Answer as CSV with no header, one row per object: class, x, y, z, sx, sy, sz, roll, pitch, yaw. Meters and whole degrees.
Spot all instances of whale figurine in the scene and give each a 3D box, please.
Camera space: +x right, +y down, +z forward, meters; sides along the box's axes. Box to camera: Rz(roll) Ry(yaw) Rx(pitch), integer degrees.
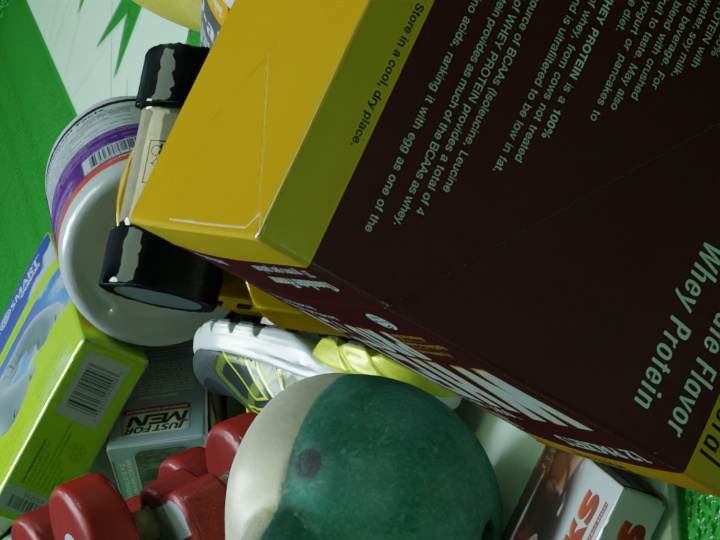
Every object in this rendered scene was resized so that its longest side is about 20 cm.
whale figurine,0.002,0.144,0.742,0.103,0.159,0.201,1,68,25

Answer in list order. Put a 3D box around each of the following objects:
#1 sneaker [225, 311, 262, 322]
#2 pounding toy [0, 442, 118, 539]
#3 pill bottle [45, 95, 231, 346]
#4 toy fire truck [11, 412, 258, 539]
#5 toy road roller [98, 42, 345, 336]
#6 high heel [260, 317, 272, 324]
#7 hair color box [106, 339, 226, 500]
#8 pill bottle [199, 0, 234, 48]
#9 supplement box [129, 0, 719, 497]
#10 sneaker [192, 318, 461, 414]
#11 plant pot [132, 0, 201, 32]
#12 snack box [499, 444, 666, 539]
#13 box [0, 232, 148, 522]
sneaker,-0.036,-0.020,1.060,0.200,0.074,0.107,121,154,-46
pounding toy,-0.205,0.176,1.212,0.184,0.142,0.201,-45,28,26
pill bottle,-0.133,-0.041,1.067,0.112,0.111,0.200,-63,20,13
toy fire truck,-0.085,0.176,0.884,0.169,0.112,0.200,67,152,8
toy road roller,-0.023,-0.029,0.865,0.146,0.199,0.124,46,-128,-72
high heel,0.000,0.000,0.994,0.067,0.096,0.201,19,110,32
hair color box,-0.118,0.073,1.110,0.201,0.060,0.099,-95,-2,-51
pill bottle,-0.037,-0.165,1.043,0.200,0.116,0.117,101,180,-63
supplement box,0.061,-0.056,0.638,0.198,0.199,0.133,-65,24,-8
sneaker,-0.028,0.072,0.891,0.200,0.074,0.085,5,85,55
plant pot,-0.071,-0.238,1.223,0.142,0.199,0.201,45,114,37
snack box,0.056,0.166,0.704,0.201,0.024,0.072,-65,21,6
box,-0.191,0.060,1.086,0.122,0.047,0.200,-60,24,11
